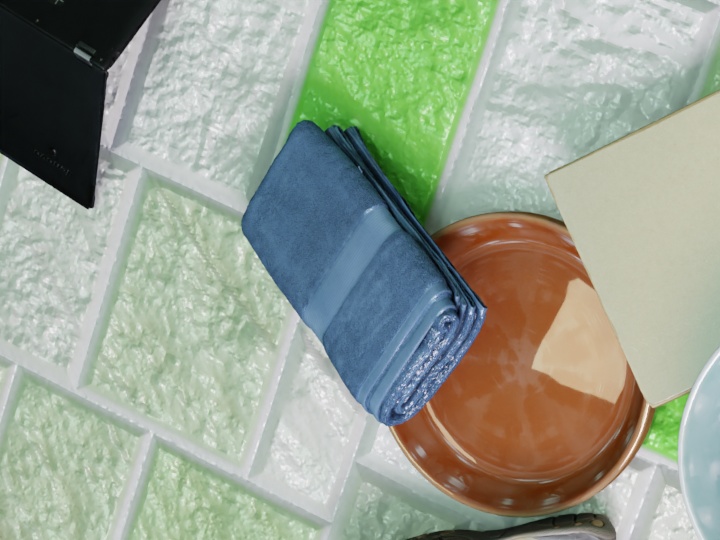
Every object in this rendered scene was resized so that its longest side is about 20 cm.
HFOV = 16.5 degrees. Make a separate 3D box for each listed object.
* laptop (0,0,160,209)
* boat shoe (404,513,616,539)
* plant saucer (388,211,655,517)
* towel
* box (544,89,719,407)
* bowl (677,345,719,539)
[{"bbox_3d":[-0.221,-0.187,1.784,0.187,0.116,0.200,32,81,20],"label":"laptop"},{"bbox_3d":[0.076,0.209,1.636,0.200,0.074,0.074,-11,90,29],"label":"boat shoe"},{"bbox_3d":[0.103,0.060,1.630,0.200,0.032,0.201,4,98,27],"label":"plant saucer"},{"bbox_3d":[0.000,0.000,1.637,0.112,0.048,0.200,-55,52,25],"label":"towel"},{"bbox_3d":[0.235,-0.029,1.537,0.200,0.021,0.164,-26,84,18],"label":"box"},{"bbox_3d":[0.300,0.108,1.483,0.200,0.105,0.201,4,98,26],"label":"bowl"}]
